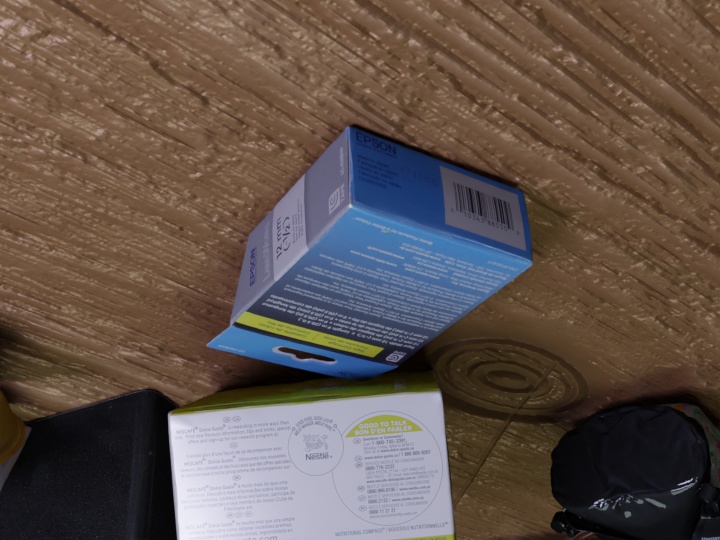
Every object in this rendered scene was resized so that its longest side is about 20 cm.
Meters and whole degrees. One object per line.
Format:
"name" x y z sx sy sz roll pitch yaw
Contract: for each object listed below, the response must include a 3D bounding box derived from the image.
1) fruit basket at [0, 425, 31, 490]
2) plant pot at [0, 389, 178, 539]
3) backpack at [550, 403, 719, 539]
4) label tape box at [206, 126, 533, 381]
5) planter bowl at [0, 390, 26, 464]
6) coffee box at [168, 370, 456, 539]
"fruit basket" -0.361 0.156 0.895 0.183 0.095 0.200 -2 -168 -2
"plant pot" -0.217 0.246 1.054 0.198 0.179 0.200 -18 146 18
"backpack" 0.282 0.198 1.094 0.165 0.128 0.200 -12 150 33
"label tape box" 0.000 0.000 0.805 0.142 0.067 0.200 16 145 -28
"planter bowl" -0.340 0.083 0.832 0.198 0.201 0.085 0 104 -8
"coffee box" -0.026 0.188 0.910 0.197 0.201 0.200 -5 178 2
